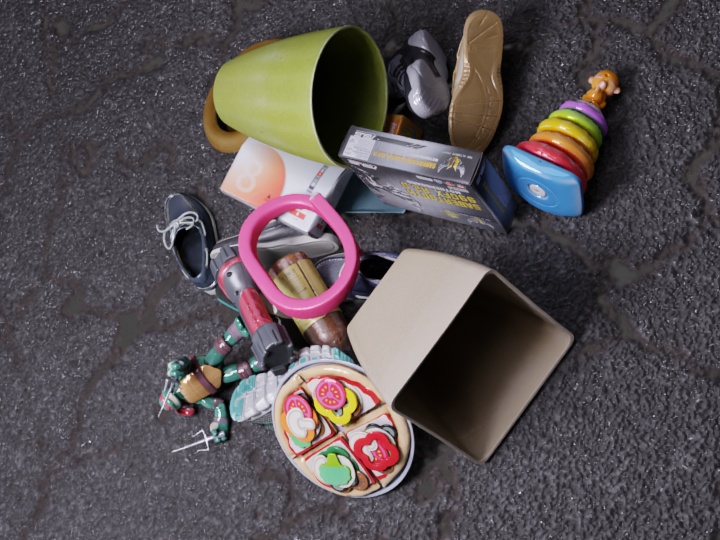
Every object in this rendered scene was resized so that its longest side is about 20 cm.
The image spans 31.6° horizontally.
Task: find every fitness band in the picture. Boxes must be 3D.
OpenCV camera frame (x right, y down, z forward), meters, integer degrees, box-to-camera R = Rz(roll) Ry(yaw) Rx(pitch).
[{"bbox_3d":[-0.080,-0.024,1.693,0.144,0.037,0.200,-36,55,-3],"label":"fitness band"}]

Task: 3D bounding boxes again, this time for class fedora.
[{"bbox_3d":[-0.149,-0.255,1.938,0.200,0.082,0.201,-21,52,30],"label":"fedora"}]

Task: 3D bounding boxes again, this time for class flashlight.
[{"bbox_3d":[-0.143,0.047,1.718,0.068,0.068,0.200,-47,44,15],"label":"flashlight"}]

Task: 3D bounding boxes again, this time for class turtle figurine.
[{"bbox_3d":[-0.219,0.156,1.779,0.200,0.150,0.101,-37,38,6],"label":"turtle figurine"}]

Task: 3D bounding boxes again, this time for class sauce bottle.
[{"bbox_3d":[-0.055,0.070,1.734,0.066,0.066,0.200,-35,70,14],"label":"sauce bottle"}]

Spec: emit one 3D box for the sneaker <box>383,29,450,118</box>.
[{"bbox_3d":[0.063,-0.255,1.799,0.114,0.075,0.200,-33,28,26],"label":"sneaker"}]

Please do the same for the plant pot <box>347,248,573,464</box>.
[{"bbox_3d":[0.105,0.086,1.581,0.200,0.200,0.177,-54,41,0],"label":"plant pot"}]

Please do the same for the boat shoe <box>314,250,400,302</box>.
[{"bbox_3d":[0.000,0.000,1.732,0.200,0.093,0.075,4,71,33],"label":"boat shoe"}]

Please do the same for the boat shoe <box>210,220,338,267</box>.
[{"bbox_3d":[-0.124,-0.048,1.843,0.200,0.074,0.060,-11,64,24],"label":"boat shoe"}]

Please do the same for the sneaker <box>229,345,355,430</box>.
[{"bbox_3d":[-0.077,0.163,1.707,0.200,0.091,0.078,-22,49,31],"label":"sneaker"}]

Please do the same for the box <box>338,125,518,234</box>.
[{"bbox_3d":[0.091,-0.119,1.677,0.200,0.158,0.048,16,75,29],"label":"box"}]

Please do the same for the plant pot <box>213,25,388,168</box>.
[{"bbox_3d":[-0.095,-0.237,1.734,0.200,0.187,0.188,6,73,33],"label":"plant pot"}]

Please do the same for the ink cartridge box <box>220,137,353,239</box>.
[{"bbox_3d":[-0.085,-0.165,1.794,0.162,0.050,0.200,26,92,25],"label":"ink cartridge box"}]

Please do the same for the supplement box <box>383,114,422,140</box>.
[{"bbox_3d":[-0.014,-0.190,1.843,0.200,0.069,0.067,6,75,31],"label":"supplement box"}]

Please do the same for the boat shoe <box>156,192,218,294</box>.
[{"bbox_3d":[-0.261,-0.049,1.933,0.075,0.062,0.200,-34,55,17],"label":"boat shoe"}]

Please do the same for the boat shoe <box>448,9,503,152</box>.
[{"bbox_3d":[0.163,-0.255,1.760,0.074,0.069,0.201,9,95,2],"label":"boat shoe"}]

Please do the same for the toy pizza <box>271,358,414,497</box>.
[{"bbox_3d":[-0.027,0.206,1.619,0.200,0.032,0.201,10,116,21],"label":"toy pizza"}]

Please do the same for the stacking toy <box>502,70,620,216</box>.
[{"bbox_3d":[0.277,-0.180,1.649,0.116,0.110,0.200,26,73,22],"label":"stacking toy"}]

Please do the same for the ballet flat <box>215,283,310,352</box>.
[{"bbox_3d":[-0.137,0.046,1.804,0.200,0.068,0.069,31,112,37],"label":"ballet flat"}]

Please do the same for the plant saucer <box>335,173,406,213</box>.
[{"bbox_3d":[-0.012,-0.113,1.837,0.200,0.019,0.070,1,70,33],"label":"plant saucer"}]
